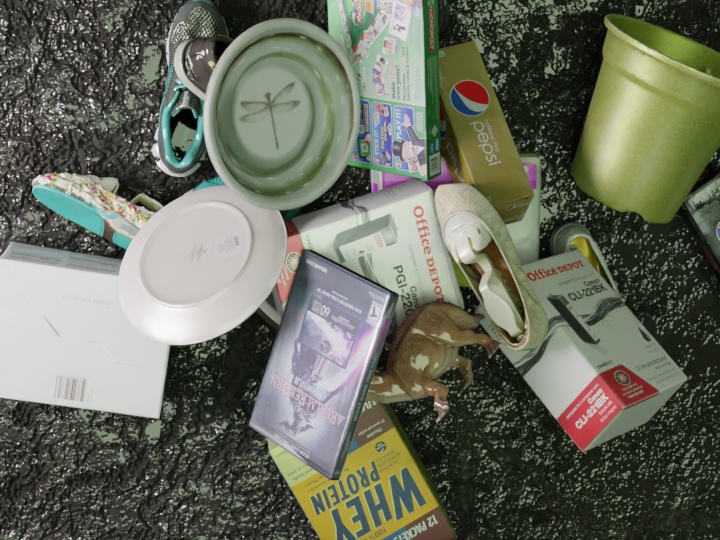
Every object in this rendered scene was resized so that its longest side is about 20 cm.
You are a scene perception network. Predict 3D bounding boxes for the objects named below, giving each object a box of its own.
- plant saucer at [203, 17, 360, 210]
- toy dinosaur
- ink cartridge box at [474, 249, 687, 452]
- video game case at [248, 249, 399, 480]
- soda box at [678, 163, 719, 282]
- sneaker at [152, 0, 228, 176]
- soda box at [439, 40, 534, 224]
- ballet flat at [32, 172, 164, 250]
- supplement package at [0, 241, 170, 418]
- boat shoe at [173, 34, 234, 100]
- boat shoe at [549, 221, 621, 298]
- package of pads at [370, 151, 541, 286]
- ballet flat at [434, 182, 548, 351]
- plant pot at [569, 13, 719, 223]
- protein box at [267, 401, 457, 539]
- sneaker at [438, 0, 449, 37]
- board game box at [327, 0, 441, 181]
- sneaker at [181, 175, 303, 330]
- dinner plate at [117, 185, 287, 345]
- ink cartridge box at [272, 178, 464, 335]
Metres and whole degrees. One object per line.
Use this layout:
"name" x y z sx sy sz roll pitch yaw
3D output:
"plant saucer" -0.091 -0.167 1.587 0.198 0.050 0.203 -8 104 -36
"toy dinosaur" 0.059 0.082 1.565 0.135 0.086 0.200 40 63 6
"ink cartridge box" 0.242 0.083 1.644 0.201 0.143 0.084 51 127 21
"video game case" -0.040 0.096 1.544 0.019 0.142 0.202 11 101 -45
"soda box" 0.445 -0.025 1.765 0.063 0.071 0.201 -32 103 2
"sneaker" -0.185 -0.199 1.650 0.076 0.091 0.203 6 101 -8
"soda box" 0.126 -0.149 1.654 0.063 0.068 0.202 -15 70 -13
"ballet flat" -0.273 -0.066 1.684 0.198 0.076 0.064 30 61 -5
"supplement package" -0.312 0.067 1.679 0.197 0.111 0.158 9 100 -7
"boat shoe" -0.114 -0.192 1.635 0.200 0.060 0.073 31 63 -39
"boat shoe" 0.281 0.043 1.753 0.074 0.086 0.204 -17 103 -2
"package of pads" 0.110 -0.058 1.723 0.197 0.068 0.157 -1 101 -6
"ballet flat" 0.135 -0.006 1.563 0.067 0.062 0.201 -34 86 30
"plant pot" 0.331 -0.163 1.678 0.198 0.201 0.186 18 110 -10
"protein box" -0.006 0.223 1.699 0.134 0.200 0.200 -29 103 0
"sneaker" 0.040 -0.244 1.677 0.071 0.099 0.201 42 128 18
"board game box" 0.025 -0.208 1.616 0.029 0.133 0.203 -24 120 -45
"sneaker" -0.100 -0.037 1.700 0.120 0.084 0.201 -34 102 11
"dinner plate" -0.172 -0.013 1.582 0.199 0.201 0.024 -29 142 1
"ink cartridge box" 0.000 0.000 1.639 0.198 0.085 0.147 -19 103 -8
